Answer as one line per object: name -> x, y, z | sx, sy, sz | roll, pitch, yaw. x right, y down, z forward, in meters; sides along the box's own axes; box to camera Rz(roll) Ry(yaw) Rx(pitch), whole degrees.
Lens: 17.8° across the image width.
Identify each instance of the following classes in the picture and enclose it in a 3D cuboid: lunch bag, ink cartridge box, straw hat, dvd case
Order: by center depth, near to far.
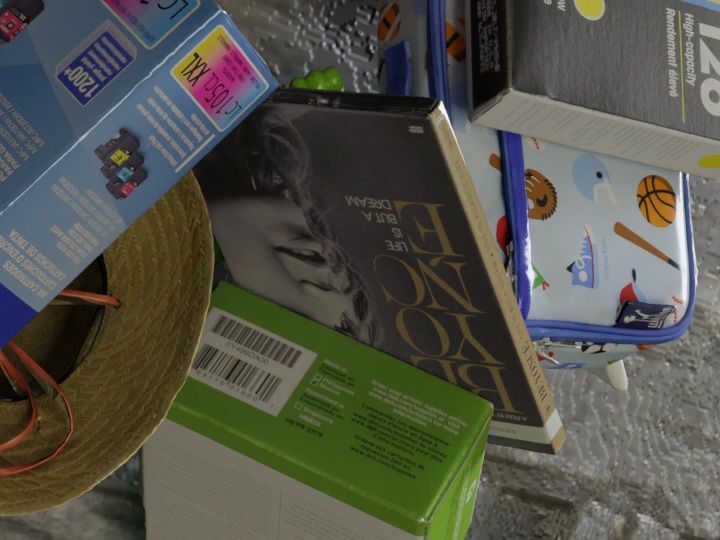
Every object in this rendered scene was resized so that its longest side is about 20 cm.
ink cartridge box -> -0.154, -0.063, 0.967 | 0.200, 0.136, 0.076 | -44, 149, -1
dvd case -> 0.000, 0.000, 1.027 | 0.016, 0.149, 0.200 | -55, 138, -35
straw hat -> -0.152, 0.016, 1.049 | 0.201, 0.201, 0.085 | -57, 166, -6
lunch bag -> 0.080, -0.048, 1.095 | 0.160, 0.076, 0.200 | 7, 71, -34
ink cartridge box -> 0.138, -0.147, 1.097 | 0.200, 0.047, 0.198 | 10, 67, -29
ink cartridge box -> -0.027, 0.118, 1.106 | 0.076, 0.148, 0.200 | -56, 163, -35

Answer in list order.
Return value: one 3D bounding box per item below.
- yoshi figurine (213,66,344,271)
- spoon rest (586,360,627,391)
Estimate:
yoshi figurine -> -0.007, -0.038, 1.111 | 0.200, 0.112, 0.112 | 2, 113, -24
spoon rest -> 0.040, 0.076, 1.225 | 0.200, 0.061, 0.099 | -22, 115, -12
